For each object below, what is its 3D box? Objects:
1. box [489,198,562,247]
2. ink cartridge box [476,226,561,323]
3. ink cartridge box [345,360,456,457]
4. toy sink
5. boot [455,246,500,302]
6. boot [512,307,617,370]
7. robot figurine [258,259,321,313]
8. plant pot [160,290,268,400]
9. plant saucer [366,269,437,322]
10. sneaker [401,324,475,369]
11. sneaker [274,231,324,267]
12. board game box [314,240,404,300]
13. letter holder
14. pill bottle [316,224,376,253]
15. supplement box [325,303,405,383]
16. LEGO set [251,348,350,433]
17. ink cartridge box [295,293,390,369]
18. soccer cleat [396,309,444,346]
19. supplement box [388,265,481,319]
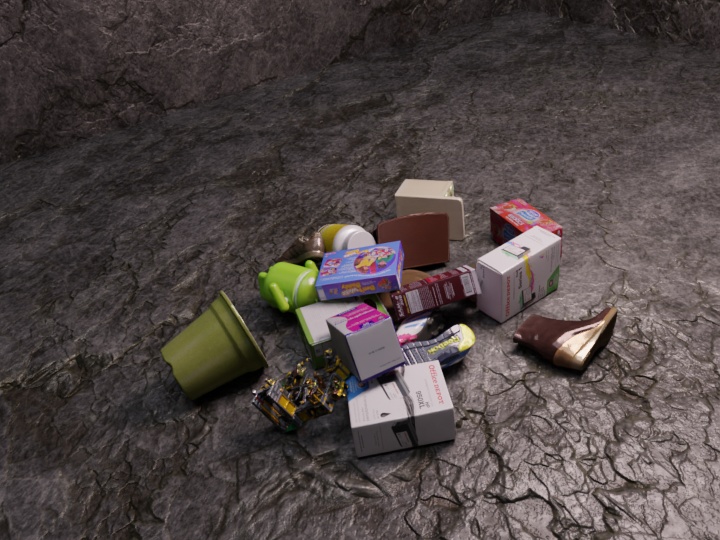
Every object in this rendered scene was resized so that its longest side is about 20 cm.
[{"bbox_3d":[0.433,-0.101,1.728,0.098,0.097,0.200,-18,34,-14],"label":"box"},{"bbox_3d":[0.370,0.009,1.535,0.198,0.147,0.084,-27,39,-25],"label":"ink cartridge box"},{"bbox_3d":[0.077,0.267,1.282,0.196,0.085,0.145,-10,32,-1],"label":"ink cartridge box"},{"bbox_3d":[0.211,-0.177,1.869,0.197,0.132,0.112,6,35,24],"label":"toy sink"},{"bbox_3d":[0.287,-0.004,1.643,0.096,0.076,0.200,14,42,27],"label":"boot"},{"bbox_3d":[0.445,0.120,1.416,0.165,0.073,0.199,24,50,37],"label":"boot"},{"bbox_3d":[-0.163,0.047,1.644,0.197,0.118,0.175,14,27,31],"label":"robot figurine"},{"bbox_3d":[-0.331,0.180,1.448,0.183,0.202,0.200,-33,38,-13],"label":"plant pot"},{"bbox_3d":[0.110,0.057,1.640,0.196,0.030,0.201,-6,34,4],"label":"plant saucer"},{"bbox_3d":[0.150,0.185,1.395,0.197,0.083,0.075,-18,62,-11],"label":"sneaker"},{"bbox_3d":[-0.159,-0.049,1.765,0.070,0.077,0.198,15,-19,-39],"label":"sneaker"},{"bbox_3d":[0.000,0.000,1.561,0.196,0.045,0.135,-8,35,15],"label":"board game box"},{"bbox_3d":[0.125,-0.091,1.720,0.196,0.145,0.101,-10,24,-13],"label":"letter holder"},{"bbox_3d":[-0.041,-0.064,1.729,0.111,0.114,0.199,-25,15,-23],"label":"pill bottle"},{"bbox_3d":[0.006,0.145,1.354,0.100,0.105,0.200,-22,9,-13],"label":"supplement box"},{"bbox_3d":[-0.126,0.225,1.310,0.198,0.116,0.155,-24,27,43],"label":"LEGO set"},{"bbox_3d":[-0.038,0.130,1.527,0.197,0.077,0.148,-16,33,-11],"label":"ink cartridge box"},{"bbox_3d":[0.107,0.153,1.474,0.085,0.071,0.199,3,30,47],"label":"soccer cleat"},{"bbox_3d":[0.168,0.049,1.508,0.196,0.062,0.109,-17,5,1],"label":"supplement box"}]
